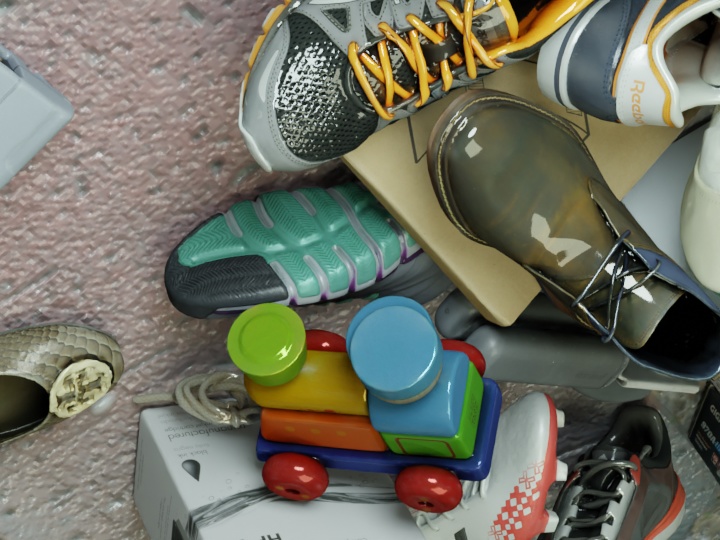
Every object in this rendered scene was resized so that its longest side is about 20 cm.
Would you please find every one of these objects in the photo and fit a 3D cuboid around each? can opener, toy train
[{"bbox_3d":[0.109,0.050,1.266,0.200,0.053,0.067,6,135,-45],"label":"can opener"},{"bbox_3d":[-0.039,0.054,1.140,0.199,0.085,0.116,4,155,18],"label":"toy train"}]

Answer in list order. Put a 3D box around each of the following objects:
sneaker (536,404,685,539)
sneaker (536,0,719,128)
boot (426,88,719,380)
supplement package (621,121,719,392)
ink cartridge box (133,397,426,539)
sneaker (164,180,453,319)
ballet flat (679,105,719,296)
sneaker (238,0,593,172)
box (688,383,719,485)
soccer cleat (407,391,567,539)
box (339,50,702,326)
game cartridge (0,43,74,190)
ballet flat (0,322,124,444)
[{"bbox_3d":[0.129,0.141,1.310,0.077,0.200,0.082,4,118,20],"label":"sneaker"},{"bbox_3d":[0.173,-0.136,1.109,0.200,0.079,0.079,-47,145,-24],"label":"sneaker"},{"bbox_3d":[0.109,-0.015,1.085,0.075,0.097,0.200,-53,141,-1],"label":"boot"},{"bbox_3d":[0.261,-0.019,1.238,0.200,0.156,0.111,-30,134,-2],"label":"supplement package"},{"bbox_3d":[-0.032,0.149,1.194,0.115,0.200,0.067,-6,127,-22],"label":"ink cartridge box"},{"bbox_3d":[0.000,0.000,1.182,0.199,0.075,0.088,-19,136,-13],"label":"sneaker"},{"bbox_3d":[0.197,-0.071,1.161,0.069,0.200,0.070,10,134,11],"label":"ballet flat"},{"bbox_3d":[0.032,-0.110,1.041,0.200,0.077,0.078,-38,122,-11],"label":"sneaker"},{"bbox_3d":[0.306,0.141,1.357,0.158,0.200,0.046,-2,129,-24],"label":"box"},{"bbox_3d":[0.053,0.133,1.294,0.085,0.069,0.200,12,141,-12],"label":"soccer cleat"},{"bbox_3d":[0.064,-0.092,1.123,0.164,0.021,0.200,-48,123,-7],"label":"box"},{"bbox_3d":[-0.238,-0.077,1.026,0.133,0.042,0.200,-46,132,7],"label":"game cartridge"},{"bbox_3d":[-0.210,0.075,1.151,0.199,0.046,0.068,-14,131,-17],"label":"ballet flat"}]
